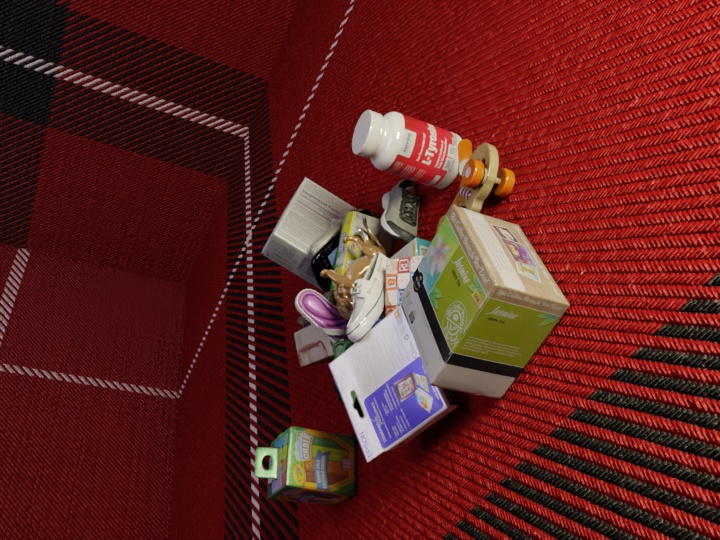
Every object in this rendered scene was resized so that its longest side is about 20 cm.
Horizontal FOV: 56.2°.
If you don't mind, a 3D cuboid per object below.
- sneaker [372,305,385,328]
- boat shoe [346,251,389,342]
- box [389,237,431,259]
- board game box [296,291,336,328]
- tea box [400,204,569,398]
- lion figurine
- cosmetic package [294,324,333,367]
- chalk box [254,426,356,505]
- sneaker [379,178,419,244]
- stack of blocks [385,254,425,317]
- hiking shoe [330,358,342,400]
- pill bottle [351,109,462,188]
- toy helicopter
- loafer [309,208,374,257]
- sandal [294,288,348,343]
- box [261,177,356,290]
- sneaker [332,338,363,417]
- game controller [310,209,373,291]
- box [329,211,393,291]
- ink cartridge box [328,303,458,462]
[{"bbox_3d":[0.061,0.108,1.308,0.089,0.078,0.202,-30,67,26],"label":"sneaker"},{"bbox_3d":[0.010,0.046,1.252,0.073,0.067,0.201,-39,14,43],"label":"boat shoe"},{"bbox_3d":[0.082,0.015,1.360,0.200,0.049,0.083,-40,43,55],"label":"box"},{"bbox_3d":[-0.055,0.047,1.550,0.200,0.032,0.120,-46,4,-30],"label":"board game box"},{"bbox_3d":[0.175,0.046,1.014,0.198,0.132,0.201,-62,27,29],"label":"tea box"},{"bbox_3d":[0.000,0.000,1.384,0.201,0.122,0.072,-58,-16,1],"label":"lion figurine"},{"bbox_3d":[-0.067,0.159,1.540,0.200,0.102,0.088,-32,68,61],"label":"cosmetic package"},{"bbox_3d":[-0.122,0.411,1.415,0.124,0.198,0.126,-46,37,50],"label":"chalk box"},{"bbox_3d":[0.087,-0.124,1.383,0.080,0.073,0.201,-51,24,29],"label":"sneaker"},{"bbox_3d":[0.105,0.078,1.200,0.114,0.058,0.203,-6,78,42],"label":"stack of blocks"},{"bbox_3d":[-0.007,0.231,1.438,0.200,0.075,0.102,145,123,-67],"label":"hiking shoe"},{"bbox_3d":[0.089,-0.236,1.293,0.112,0.198,0.114,-45,38,51],"label":"pill bottle"},{"bbox_3d":[0.182,-0.137,1.184,0.133,0.078,0.201,-99,28,-44],"label":"toy helicopter"},{"bbox_3d":[-0.049,-0.085,1.563,0.069,0.199,0.071,26,133,34],"label":"loafer"},{"bbox_3d":[-0.048,0.108,1.416,0.083,0.201,0.050,-63,6,-24],"label":"sandal"},{"bbox_3d":[-0.111,-0.088,1.633,0.105,0.183,0.201,-48,14,53],"label":"box"},{"bbox_3d":[-0.002,0.221,1.330,0.085,0.077,0.202,31,137,60],"label":"sneaker"},{"bbox_3d":[-0.033,-0.047,1.508,0.042,0.105,0.200,27,61,32],"label":"game controller"},{"bbox_3d":[0.004,-0.016,1.472,0.048,0.116,0.203,-5,73,59],"label":"box"},{"bbox_3d":[0.051,0.195,1.161,0.200,0.043,0.200,-41,58,29],"label":"ink cartridge box"}]
